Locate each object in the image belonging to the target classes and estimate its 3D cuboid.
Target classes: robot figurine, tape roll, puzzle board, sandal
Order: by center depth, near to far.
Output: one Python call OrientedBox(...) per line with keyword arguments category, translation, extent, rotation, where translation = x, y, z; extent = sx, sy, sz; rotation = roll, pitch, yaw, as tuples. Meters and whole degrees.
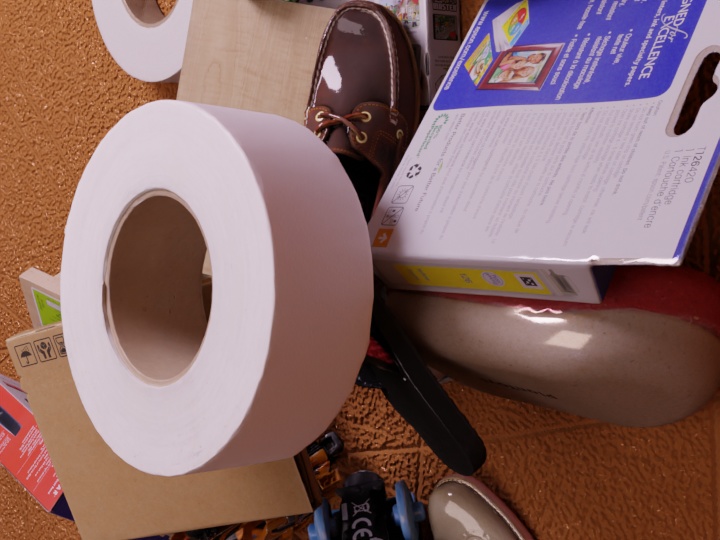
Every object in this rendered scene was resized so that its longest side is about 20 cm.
OrientedBox(category="tape roll", translation=(-0.087, 0.009, 0.570), extent=(0.202, 0.071, 0.203), rotation=(0, 90, 45))
OrientedBox(category="sandal", translation=(-0.005, 0.040, 0.584), extent=(0.200, 0.045, 0.075), rotation=(53, 165, 11))
OrientedBox(category="puzzle board", translation=(-0.067, -0.088, 0.724), extent=(0.150, 0.017, 0.201), rotation=(15, 100, 21))
OrientedBox(category="robot figurine", translation=(-0.082, 0.194, 0.801), extent=(0.058, 0.145, 0.200), rotation=(56, 140, 16))
OrientedBox(category="tape roll", translation=(-0.167, -0.263, 0.881), extent=(0.202, 0.037, 0.204), rotation=(9, 102, 45))

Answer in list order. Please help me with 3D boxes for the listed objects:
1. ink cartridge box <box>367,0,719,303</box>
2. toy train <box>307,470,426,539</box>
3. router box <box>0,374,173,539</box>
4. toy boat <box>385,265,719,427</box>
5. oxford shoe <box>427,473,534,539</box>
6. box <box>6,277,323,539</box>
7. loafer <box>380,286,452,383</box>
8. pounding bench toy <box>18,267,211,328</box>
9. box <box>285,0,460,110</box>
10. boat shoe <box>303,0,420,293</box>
OrientedBox(category="ink cartridge box", translation=(0.115, -0.076, 0.539), extent=(0.200, 0.047, 0.198), rotation=(6, 60, 45))
OrientedBox(category="toy train", translation=(0.014, 0.234, 0.692), extent=(0.200, 0.086, 0.115), rotation=(-96, -8, -51))
OrientedBox(category="router box", translation=(-0.237, 0.176, 0.913), extent=(0.179, 0.200, 0.049), rotation=(27, 81, 41))
OrientedBox(category="toy boat", translation=(0.118, 0.009, 0.591), extent=(0.200, 0.130, 0.131), rotation=(8, 73, 45))
OrientedBox(category="oxford shoe", translation=(0.088, 0.231, 0.671), extent=(0.071, 0.074, 0.200), rotation=(-40, 68, 42))
OrientedBox(category="box", translation=(-0.137, 0.100, 0.698), extent=(0.199, 0.021, 0.164), rotation=(-15, 99, 26))
OrientedBox(category="loafer", translation=(0.000, 0.000, 0.732), extent=(0.200, 0.063, 0.072), rotation=(51, 129, 27))
OrientedBox(category="pounding bench toy", translation=(-0.127, 0.044, 0.799), extent=(0.200, 0.156, 0.125), rotation=(21, 133, 30))
OrientedBox(category="box", translation=(-0.015, -0.166, 0.740), extent=(0.200, 0.035, 0.111), rotation=(5, 100, 45))
OrientedBox(category="boat shoe", translation=(-0.003, -0.073, 0.654), extent=(0.070, 0.070, 0.201), rotation=(2, 95, 18))
